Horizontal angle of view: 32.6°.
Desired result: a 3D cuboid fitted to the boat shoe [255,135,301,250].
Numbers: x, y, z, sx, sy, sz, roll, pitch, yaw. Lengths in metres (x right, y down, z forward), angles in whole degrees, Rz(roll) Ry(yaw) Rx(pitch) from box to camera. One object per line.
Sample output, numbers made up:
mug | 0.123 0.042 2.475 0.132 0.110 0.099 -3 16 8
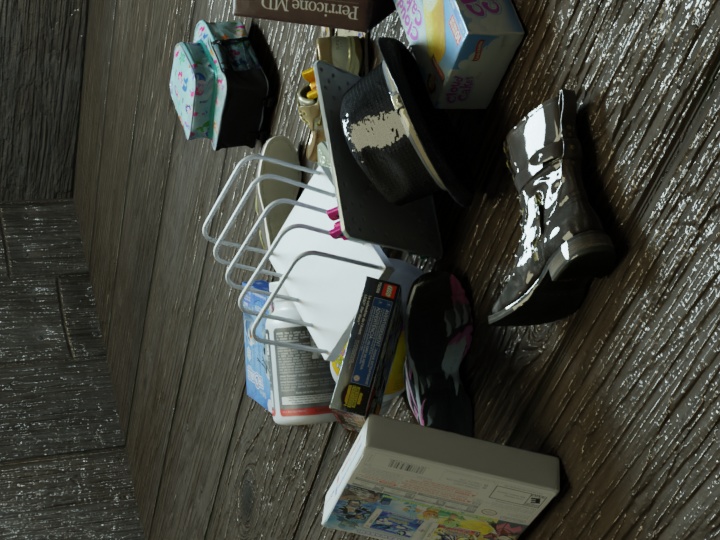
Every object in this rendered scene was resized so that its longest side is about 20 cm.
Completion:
boat shoe | -0.130 -0.110 1.902 0.060 0.072 0.200 -154 56 -62

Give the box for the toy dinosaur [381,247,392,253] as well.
toy dinosaur | 0.000 0.000 1.529 0.047 0.200 0.088 35 117 12

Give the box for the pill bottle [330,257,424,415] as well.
pill bottle | 0.021 0.089 1.501 0.104 0.104 0.200 -115 29 -43

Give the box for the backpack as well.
backpack | -0.235 -0.314 2.040 0.178 0.150 0.200 107 155 -46

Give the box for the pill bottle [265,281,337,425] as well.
pill bottle | -0.074 0.112 1.736 0.116 0.116 0.200 171 94 -69

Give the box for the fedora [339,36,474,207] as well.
fedora | 0.041 -0.142 1.301 0.201 0.092 0.201 55 -162 -28

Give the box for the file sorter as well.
file sorter | -0.081 -0.021 1.404 0.139 0.124 0.200 -57 41 24

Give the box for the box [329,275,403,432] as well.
box | 0.010 0.095 1.293 0.200 0.040 0.137 76 -151 -77

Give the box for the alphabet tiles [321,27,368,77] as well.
alphabet tiles | -0.022 -0.277 1.677 0.167 0.008 0.200 -160 67 -67

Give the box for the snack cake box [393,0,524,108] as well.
snack cake box | 0.094 -0.281 1.293 0.115 0.067 0.200 116 143 -51

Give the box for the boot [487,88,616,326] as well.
boot | 0.168 -0.053 1.164 0.200 0.069 0.174 -49 46 51

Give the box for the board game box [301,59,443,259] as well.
board game box | 0.015 -0.117 1.376 0.026 0.200 0.200 -18 74 31

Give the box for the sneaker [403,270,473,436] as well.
sneaker | 0.075 0.099 1.402 0.086 0.080 0.200 -156 65 -68

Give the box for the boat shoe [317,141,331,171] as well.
boat shoe | -0.009 -0.119 1.514 0.200 0.062 0.075 -145 46 -69

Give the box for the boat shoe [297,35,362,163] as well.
boat shoe | -0.051 -0.230 1.646 0.074 0.066 0.200 -101 22 -49

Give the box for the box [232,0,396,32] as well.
box | -0.042 -0.394 1.409 0.164 0.166 0.200 -58 -25 -65

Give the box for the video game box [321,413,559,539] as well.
video game box | 0.078 0.227 1.258 0.182 0.200 0.047 114 168 -48

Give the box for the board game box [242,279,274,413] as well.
board game box | -0.145 0.127 2.020 0.200 0.043 0.199 -163 69 -67
